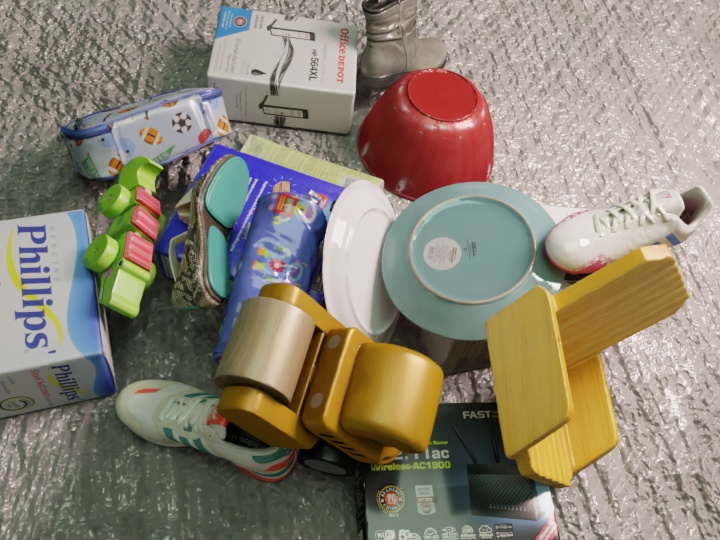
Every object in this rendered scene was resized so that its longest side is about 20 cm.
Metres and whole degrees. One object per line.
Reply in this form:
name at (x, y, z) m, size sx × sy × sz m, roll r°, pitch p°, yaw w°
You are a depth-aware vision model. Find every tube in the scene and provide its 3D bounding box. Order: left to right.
tube at (-0.069, -0.125, 0.960) m, size 0.199 × 0.052 × 0.058 m, roll 18°, pitch 15°, yaw 6°

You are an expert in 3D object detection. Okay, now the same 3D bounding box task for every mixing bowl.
mixing bowl at (0.101, -0.202, 0.998) m, size 0.199 × 0.109 × 0.201 m, roll 4°, pitch 58°, yaw -7°

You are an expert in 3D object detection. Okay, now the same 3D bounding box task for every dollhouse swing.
dollhouse swing at (0.243, 0.101, 0.712) m, size 0.175 × 0.200 × 0.183 m, roll -17°, pitch 62°, yaw 24°

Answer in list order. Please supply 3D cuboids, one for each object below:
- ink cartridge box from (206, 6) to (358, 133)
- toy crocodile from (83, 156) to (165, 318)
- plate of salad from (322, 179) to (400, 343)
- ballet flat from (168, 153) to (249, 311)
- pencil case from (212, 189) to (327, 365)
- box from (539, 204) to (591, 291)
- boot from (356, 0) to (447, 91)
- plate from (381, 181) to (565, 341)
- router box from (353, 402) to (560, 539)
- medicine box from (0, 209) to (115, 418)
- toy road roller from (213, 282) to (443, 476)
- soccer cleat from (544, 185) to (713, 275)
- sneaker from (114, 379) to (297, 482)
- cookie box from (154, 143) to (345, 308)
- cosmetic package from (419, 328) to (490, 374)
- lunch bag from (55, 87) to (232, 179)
ink cartridge box at (-0.105, -0.282, 1.028) m, size 0.199 × 0.084 × 0.147 m, roll 5°, pitch 57°, yaw -5°
toy crocodile at (-0.243, -0.038, 0.781) m, size 0.062 × 0.067 × 0.201 m, roll -27°, pitch 44°, yaw 24°
plate of salad at (0.000, 0.000, 0.818) m, size 0.048 × 0.200 × 0.201 m, roll -1°, pitch 51°, yaw 28°
ballet flat at (-0.172, -0.044, 0.791) m, size 0.075 × 0.068 × 0.201 m, roll -13°, pitch 53°, yaw 21°
pencil case at (-0.089, 0.014, 0.765) m, size 0.086 × 0.078 × 0.201 m, roll 16°, pitch 68°, yaw -7°
box at (0.240, -0.015, 0.824) m, size 0.199 × 0.042 × 0.119 m, roll 4°, pitch 57°, yaw -5°
boot at (0.072, -0.345, 1.052) m, size 0.068 × 0.131 × 0.200 m, roll 31°, pitch 43°, yaw 26°
plate at (0.119, -0.020, 0.784) m, size 0.199 × 0.026 × 0.201 m, roll -4°, pitch 60°, yaw 7°
router box at (0.093, 0.217, 0.755) m, size 0.199 × 0.062 × 0.150 m, roll 1°, pitch 56°, yaw -9°
medicine box at (-0.372, 0.049, 0.762) m, size 0.199 × 0.103 × 0.183 m, roll -11°, pitch 60°, yaw -15°
toy road roller at (-0.017, 0.103, 0.663) m, size 0.146 × 0.200 × 0.123 m, roll -9°, pitch 52°, yaw 38°
soccer cleat at (0.283, -0.053, 0.767) m, size 0.199 × 0.086 × 0.070 m, roll -13°, pitch 65°, yaw -27°
sneaker at (-0.155, 0.148, 0.740) m, size 0.199 × 0.094 × 0.071 m, roll 21°, pitch 57°, yaw 4°
cookie box at (-0.116, -0.042, 0.877) m, size 0.199 × 0.075 × 0.172 m, roll 20°, pitch 60°, yaw 3°
cosmetic package at (0.176, 0.048, 0.855) m, size 0.199 × 0.104 × 0.088 m, roll -9°, pitch 58°, yaw -17°
lunch bag at (-0.270, -0.174, 0.905) m, size 0.199 × 0.076 × 0.160 m, roll -22°, pitch 24°, yaw -23°
